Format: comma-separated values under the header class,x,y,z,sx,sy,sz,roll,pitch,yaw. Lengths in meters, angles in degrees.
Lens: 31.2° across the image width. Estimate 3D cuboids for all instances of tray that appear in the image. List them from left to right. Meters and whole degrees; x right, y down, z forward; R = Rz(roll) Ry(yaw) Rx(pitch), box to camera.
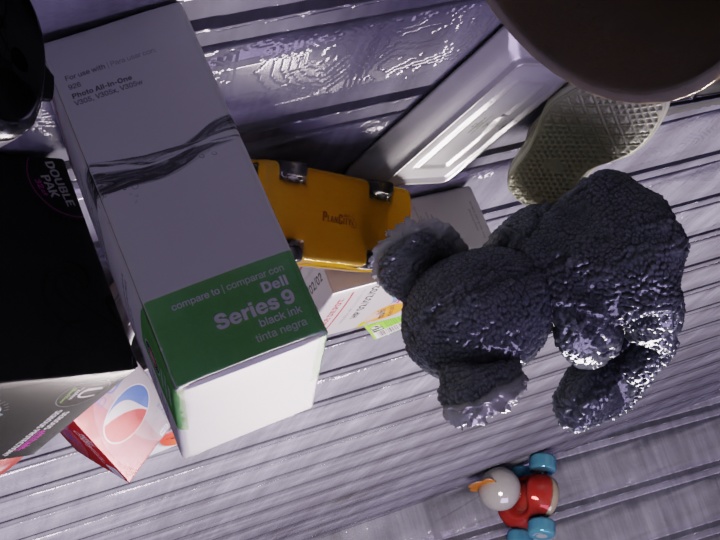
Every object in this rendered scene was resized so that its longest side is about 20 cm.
class,x,y,z,sx,sy,sz,roll,pitch,yaw
tray,0.083,-0.112,0.932,0.107,0.022,0.200,-7,157,-42

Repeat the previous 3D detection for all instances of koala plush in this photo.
class,x,y,z,sx,sy,sz,roll,pitch,yaw
koala plush,0.113,0.021,0.916,0.199,0.178,0.184,-12,156,-25

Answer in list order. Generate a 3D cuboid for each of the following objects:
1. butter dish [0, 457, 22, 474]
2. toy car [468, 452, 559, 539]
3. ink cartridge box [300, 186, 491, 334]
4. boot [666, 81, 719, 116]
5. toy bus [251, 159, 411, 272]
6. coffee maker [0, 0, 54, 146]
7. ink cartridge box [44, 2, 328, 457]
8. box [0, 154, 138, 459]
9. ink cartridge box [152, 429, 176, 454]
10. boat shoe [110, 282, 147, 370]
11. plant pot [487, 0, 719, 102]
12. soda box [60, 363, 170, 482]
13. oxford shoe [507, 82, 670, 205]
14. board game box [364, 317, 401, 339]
class,x,y,z,sx,sy,sz,roll,pitch,yaw
butter dish,-0.325,0.126,0.938,0.199,0.148,0.200,-25,162,8
toy car,0.319,0.495,2.857,0.199,0.185,0.177,18,148,-19
ink cartridge box,0.000,0.000,1.085,0.199,0.068,0.115,-13,161,-25
boot,0.265,-0.185,0.878,0.164,0.066,0.200,-22,158,-4
toy bus,-0.034,-0.036,0.915,0.078,0.066,0.200,2,178,34
coffee maker,-0.248,-0.067,0.478,0.200,0.135,0.192,-31,160,26
ink cartridge box,-0.096,-0.019,0.697,0.084,0.201,0.146,-21,163,-12
box,-0.254,0.024,0.716,0.199,0.149,0.124,0,151,-48
ink cartridge box,-0.194,0.177,1.413,0.161,0.050,0.200,-22,159,0
boat shoe,-0.147,0.020,0.966,0.072,0.069,0.200,-8,158,-38
plant pot,0.165,-0.194,0.539,0.199,0.188,0.187,-28,167,-27
soda box,-0.206,0.078,0.947,0.070,0.063,0.200,-55,152,-20
oxford shoe,0.168,-0.109,0.963,0.058,0.075,0.200,-58,-177,-26
board game box,0.095,0.014,1.312,0.199,0.030,0.096,-21,163,4
